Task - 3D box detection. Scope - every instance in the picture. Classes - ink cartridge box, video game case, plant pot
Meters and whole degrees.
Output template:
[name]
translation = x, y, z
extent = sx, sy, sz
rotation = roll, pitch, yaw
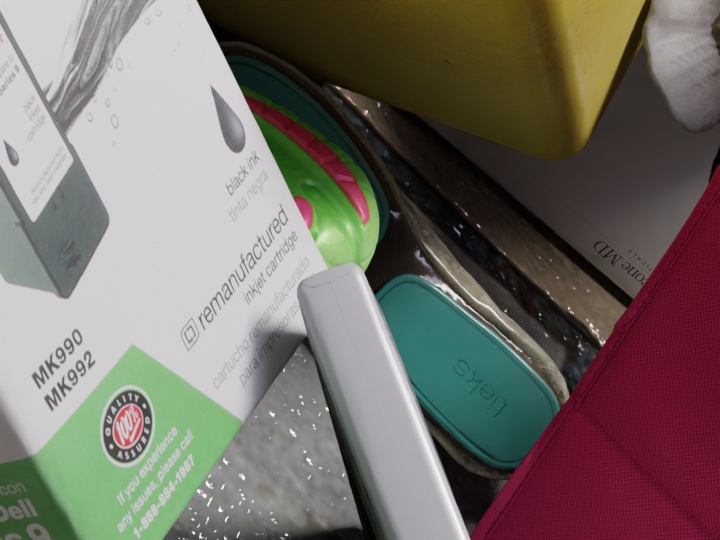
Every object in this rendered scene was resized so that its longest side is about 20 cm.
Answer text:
[ink cartridge box]
translation = -0.105, -0.032, 0.572
extent = 0.200, 0.084, 0.146
rotation = 64, 36, -24
[video game case]
translation = 0.033, 0.122, 0.629
extent = 0.182, 0.023, 0.201
rotation = 78, -9, -62
[plant pot]
translation = 0.029, -0.153, 0.739
extent = 0.199, 0.200, 0.177
rotation = 21, -21, 24

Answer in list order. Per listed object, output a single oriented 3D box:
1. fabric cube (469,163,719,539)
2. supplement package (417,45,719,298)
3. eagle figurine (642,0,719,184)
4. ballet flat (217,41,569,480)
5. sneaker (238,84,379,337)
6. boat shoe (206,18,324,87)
[fabric cube]
translation = 0.184, 0.108, 0.728
extent = 0.196, 0.200, 0.199
rotation = 11, 28, -46
[supplement package]
translation = 0.113, -0.104, 1.014
extent = 0.200, 0.111, 0.156
rotation = 38, 31, -18
[eagle figurine]
translation = 0.182, -0.087, 0.812
extent = 0.151, 0.152, 0.200
rotation = 51, 4, -10
[ballet flat]
translation = 0.000, 0.000, 0.811
extent = 0.200, 0.067, 0.062
rotation = 50, 1, -7
[sneaker]
translation = -0.082, -0.043, 0.724
extent = 0.077, 0.084, 0.200
rotation = -18, 54, -46
[boat shoe]
translation = -0.082, -0.120, 0.808
extent = 0.201, 0.072, 0.066
rotation = 28, 31, -42
